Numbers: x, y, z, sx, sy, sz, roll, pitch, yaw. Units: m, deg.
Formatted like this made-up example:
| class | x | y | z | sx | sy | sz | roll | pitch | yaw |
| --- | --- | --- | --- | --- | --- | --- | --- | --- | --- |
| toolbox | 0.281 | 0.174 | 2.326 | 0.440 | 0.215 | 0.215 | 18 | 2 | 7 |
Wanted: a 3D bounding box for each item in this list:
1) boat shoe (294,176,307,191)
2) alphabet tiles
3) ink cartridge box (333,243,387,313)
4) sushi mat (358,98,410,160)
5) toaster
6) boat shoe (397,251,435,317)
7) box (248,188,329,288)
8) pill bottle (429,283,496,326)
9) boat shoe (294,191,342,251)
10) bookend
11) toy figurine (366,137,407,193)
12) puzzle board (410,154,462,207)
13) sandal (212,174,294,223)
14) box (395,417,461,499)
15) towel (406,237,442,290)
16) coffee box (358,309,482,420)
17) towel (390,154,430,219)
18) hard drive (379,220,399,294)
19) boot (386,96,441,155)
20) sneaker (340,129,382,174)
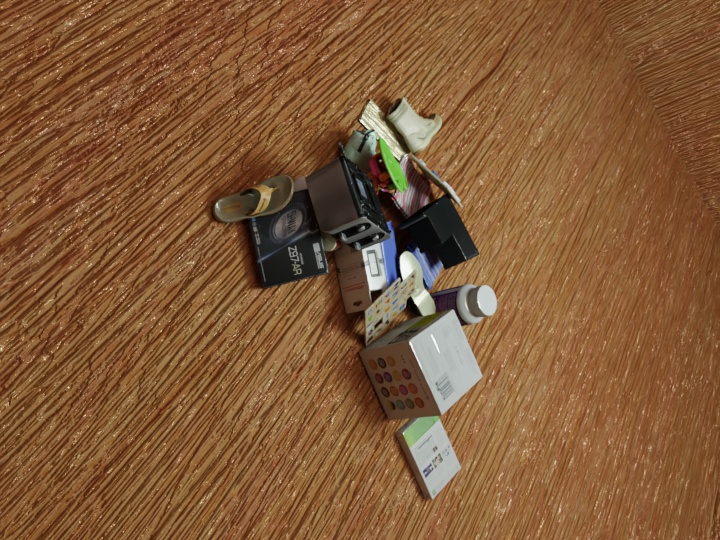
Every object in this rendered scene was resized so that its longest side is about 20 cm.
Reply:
| class | x | y | z | sx | sy | sz | roll | pitch | yaw |
| --- | --- | --- | --- | --- | --- | --- | --- | --- | --- |
| boat shoe | -0.104 | -0.143 | 1.652 | 0.202 | 0.071 | 0.068 | 59 | 15 | 5 |
| alphabet tiles | 0.077 | 0.088 | 1.679 | 0.008 | 0.168 | 0.200 | 35 | 62 | 24 |
| ink cartridge box | 0.000 | 0.000 | 1.668 | 0.067 | 0.115 | 0.204 | -6 | 83 | -40 |
| sushi mat | 0.078 | -0.404 | 1.907 | 0.199 | 0.012 | 0.097 | 40 | 57 | -27 |
| toaster | -0.028 | -0.160 | 1.536 | 0.180 | 0.117 | 0.203 | 27 | 41 | -63 |
| boat shoe | 0.142 | 0.042 | 1.803 | 0.073 | 0.063 | 0.204 | -35 | 112 | -27 |
| box | -0.170 | -0.073 | 1.527 | 0.157 | 0.044 | 0.204 | -12 | 87 | 0 |
| pill bottle | 0.279 | 0.100 | 1.828 | 0.111 | 0.199 | 0.114 | 11 | 72 | -38 |
| boat shoe | -0.124 | -0.124 | 1.590 | 0.200 | 0.071 | 0.062 | 43 | 21 | 9 |
| bookend | 0.221 | -0.083 | 1.811 | 0.202 | 0.091 | 0.198 | 60 | 34 | -6 |
| toy figurine | 0.012 | -0.232 | 1.714 | 0.200 | 0.182 | 0.152 | 22 | 48 | -69 |
| puzzle board | 0.224 | -0.256 | 1.876 | 0.151 | 0.017 | 0.200 | 45 | 7 | 21 |
| sandal | -0.242 | -0.162 | 1.481 | 0.197 | 0.054 | 0.082 | -19 | 81 | -8 |
| box | 0.185 | 0.487 | 1.760 | 0.144 | 0.036 | 0.203 | -30 | 100 | -41 |
| towel | 0.199 | -0.053 | 1.882 | 0.146 | 0.024 | 0.200 | 62 | 36 | -19 |
| coffee box | 0.155 | 0.244 | 1.686 | 0.199 | 0.196 | 0.202 | -29 | 97 | -43 |
| towel | 0.150 | -0.218 | 1.871 | 0.200 | 0.029 | 0.149 | 44 | 54 | -49 |
| hard drive | 0.073 | -0.025 | 1.737 | 0.132 | 0.025 | 0.204 | -29 | 111 | -71 |
| boot | 0.160 | -0.455 | 1.948 | 0.155 | 0.072 | 0.201 | 48 | 45 | -17 |
| sneaker | 0.044 | -0.316 | 1.783 | 0.198 | 0.074 | 0.120 | 12 | 109 | -37 |
